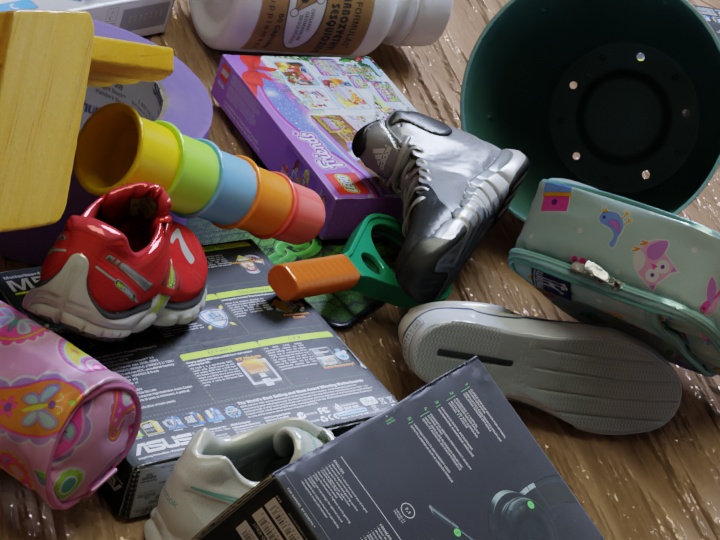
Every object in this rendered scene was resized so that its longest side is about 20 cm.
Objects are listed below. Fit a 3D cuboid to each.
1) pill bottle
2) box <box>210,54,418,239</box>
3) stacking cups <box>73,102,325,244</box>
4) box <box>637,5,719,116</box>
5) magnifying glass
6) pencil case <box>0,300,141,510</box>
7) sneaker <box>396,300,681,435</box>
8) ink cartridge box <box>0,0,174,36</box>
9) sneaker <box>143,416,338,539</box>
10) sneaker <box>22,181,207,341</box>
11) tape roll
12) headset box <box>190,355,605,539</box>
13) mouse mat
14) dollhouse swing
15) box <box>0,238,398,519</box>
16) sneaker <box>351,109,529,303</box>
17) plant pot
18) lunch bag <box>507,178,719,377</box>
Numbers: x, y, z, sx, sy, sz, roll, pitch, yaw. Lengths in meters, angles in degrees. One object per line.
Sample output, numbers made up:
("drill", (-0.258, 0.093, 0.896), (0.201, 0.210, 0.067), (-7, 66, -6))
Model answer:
("pill bottle", (-0.030, -0.233, 1.721), (0.200, 0.114, 0.114), (0, 36, -28))
("box", (-0.010, -0.096, 1.582), (0.137, 0.039, 0.200), (-2, 37, -32))
("stacking cups", (-0.097, -0.051, 1.364), (0.200, 0.061, 0.061), (22, 19, -50))
("box", (0.300, -0.177, 1.862), (0.200, 0.048, 0.193), (5, 37, -23))
("magnifying glass", (0.000, 0.000, 1.417), (0.080, 0.022, 0.200), (52, 25, 16))
("pencil case", (-0.221, 0.058, 1.185), (0.200, 0.087, 0.087), (25, 31, 25))
("sneaker", (0.119, 0.055, 1.401), (0.200, 0.073, 0.071), (16, 16, -17))
("ink cartridge box", (-0.276, -0.234, 1.660), (0.176, 0.045, 0.200), (39, 37, 27))
("sneaker", (-0.022, 0.127, 1.208), (0.200, 0.080, 0.070), (-1, 35, -32))
("sneaker", (-0.131, -0.013, 1.253), (0.077, 0.085, 0.200), (23, 13, 8))
("tape roll", (-0.207, -0.093, 1.436), (0.200, 0.085, 0.200), (12, 32, -8))
("headset box", (0.038, 0.161, 1.114), (0.200, 0.093, 0.174), (-28, 80, -49))
("mouse mat", (-0.029, -0.031, 1.515), (0.161, 0.008, 0.200), (30, 32, 17))
("dollhouse swing", (-0.228, -0.068, 1.240), (0.200, 0.182, 0.176), (-3, -18, 33))
("box", (-0.105, 0.060, 1.299), (0.200, 0.048, 0.193), (-9, 39, -37))
("sneaker", (0.034, -0.052, 1.457), (0.115, 0.075, 0.200), (31, 30, 7))
("plant pot", (0.190, -0.122, 1.598), (0.201, 0.201, 0.161), (27, 8, 12))
("lunch bag", (0.197, 0.010, 1.411), (0.160, 0.077, 0.200), (24, -4, 28))
